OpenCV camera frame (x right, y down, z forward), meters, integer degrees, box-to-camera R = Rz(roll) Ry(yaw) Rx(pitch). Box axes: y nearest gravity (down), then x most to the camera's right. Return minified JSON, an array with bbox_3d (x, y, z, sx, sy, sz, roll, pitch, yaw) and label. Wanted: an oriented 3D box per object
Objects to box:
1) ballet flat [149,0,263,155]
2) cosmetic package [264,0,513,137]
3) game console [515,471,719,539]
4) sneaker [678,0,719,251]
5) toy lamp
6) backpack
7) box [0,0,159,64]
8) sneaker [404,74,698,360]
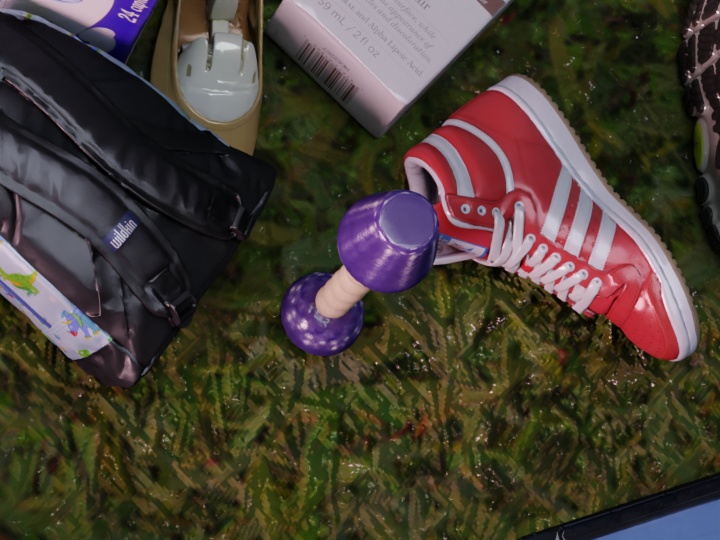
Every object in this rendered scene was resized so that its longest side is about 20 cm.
[{"bbox_3d":[-0.087,-0.147,1.664,0.068,0.063,0.201,4,74,-16],"label":"ballet flat"},{"bbox_3d":[0.046,-0.186,1.709,0.102,0.074,0.200,43,69,-1],"label":"cosmetic package"},{"bbox_3d":[0.207,0.203,1.618,0.199,0.118,0.171,-16,80,-20],"label":"game console"},{"bbox_3d":[0.252,-0.104,1.750,0.085,0.077,0.201,0,85,-21],"label":"sneaker"},{"bbox_3d":[0.000,0.000,1.572,0.058,0.200,0.058,5,72,-15],"label":"toy lamp"},{"bbox_3d":[-0.177,-0.054,1.581,0.200,0.154,0.163,41,69,-25],"label":"backpack"},{"bbox_3d":[-0.200,-0.208,1.585,0.200,0.184,0.105,24,71,-8],"label":"box"},{"bbox_3d":[0.107,-0.011,1.668,0.112,0.071,0.200,-31,77,-25],"label":"sneaker"}]
